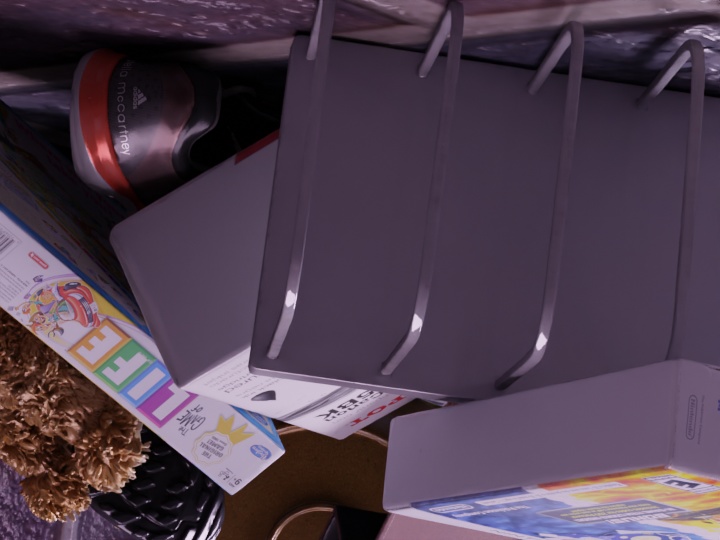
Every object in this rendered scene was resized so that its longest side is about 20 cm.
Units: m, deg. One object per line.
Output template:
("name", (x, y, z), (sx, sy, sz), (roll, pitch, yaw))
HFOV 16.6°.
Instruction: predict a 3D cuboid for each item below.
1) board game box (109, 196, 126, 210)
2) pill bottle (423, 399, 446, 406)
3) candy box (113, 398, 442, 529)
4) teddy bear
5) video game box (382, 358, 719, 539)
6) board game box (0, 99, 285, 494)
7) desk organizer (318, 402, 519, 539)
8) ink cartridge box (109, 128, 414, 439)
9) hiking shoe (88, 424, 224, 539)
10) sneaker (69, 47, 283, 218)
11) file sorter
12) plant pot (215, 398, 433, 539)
("board game box", (-0.159, -0.006, 1.353), (0.200, 0.023, 0.105), (12, 145, 50))
("pill bottle", (0.102, 0.039, 1.419), (0.106, 0.107, 0.200), (2, 170, 33))
("candy box", (-0.027, 0.116, 1.397), (0.199, 0.117, 0.056), (18, -169, 0))
("teddy bear", (-0.188, 0.040, 1.243), (0.145, 0.200, 0.067), (-10, -160, 47))
("video game box", (0.135, 0.083, 0.967), (0.182, 0.047, 0.200), (12, 165, -27))
("board game box", (-0.123, 0.002, 1.122), (0.200, 0.034, 0.135), (44, -168, -35))
("desk organizer", (0.036, 0.126, 1.253), (0.077, 0.072, 0.200), (11, 127, -18))
("ink cartridge box", (0.000, 0.000, 1.126), (0.147, 0.083, 0.200), (-30, 161, 13))
("hiking shoe", (-0.147, 0.073, 1.349), (0.200, 0.076, 0.101), (49, 174, -1))
("sneaker", (-0.065, -0.047, 1.124), (0.082, 0.077, 0.200), (-2, 170, 14))
("file sorter", (0.068, -0.023, 0.946), (0.199, 0.139, 0.125), (8, 168, -5))
("plant pot", (-0.020, 0.157, 1.362), (0.199, 0.201, 0.027), (7, -170, 3))
